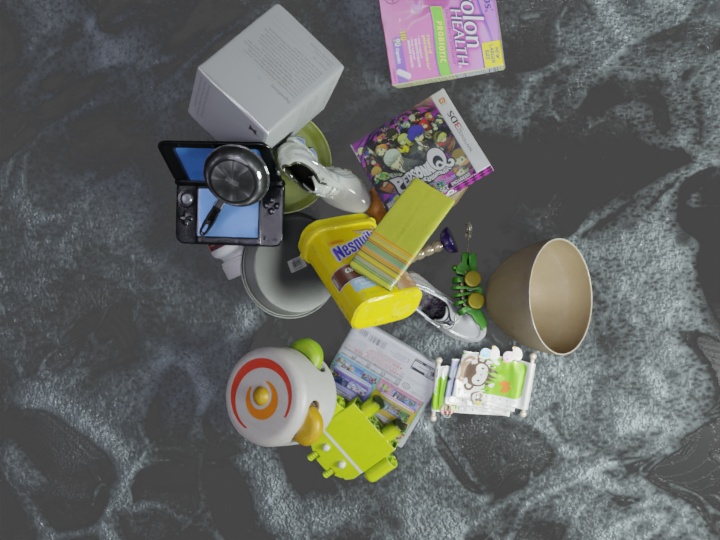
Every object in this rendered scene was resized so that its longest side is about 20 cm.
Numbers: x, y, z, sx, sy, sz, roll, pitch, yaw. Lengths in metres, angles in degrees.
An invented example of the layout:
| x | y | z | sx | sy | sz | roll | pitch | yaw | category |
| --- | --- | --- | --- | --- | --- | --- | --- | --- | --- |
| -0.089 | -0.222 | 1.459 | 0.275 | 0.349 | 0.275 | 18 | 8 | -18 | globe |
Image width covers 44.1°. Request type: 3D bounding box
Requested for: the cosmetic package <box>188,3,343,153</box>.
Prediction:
| x | y | z | sx | sy | sz | roll | pitch | yaw | category |
| --- | --- | --- | --- | --- | --- | --- | --- | --- | --- |
| -0.167 | -0.315 | 1.548 | 0.165 | 0.165 | 0.200 | 44 | 66 | 1 | cosmetic package |

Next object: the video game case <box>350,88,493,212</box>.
| x | y | z | sx | sy | sz | roll | pitch | yaw | category |
| --- | --- | --- | --- | --- | --- | --- | --- | --- | --- |
| 0.107 | -0.201 | 1.584 | 0.200 | 0.036 | 0.181 | -30 | 67 | 8 | video game case |

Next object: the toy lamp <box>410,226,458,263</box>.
| x | y | z | sx | sy | sz | roll | pitch | yaw | category |
| --- | --- | --- | --- | --- | --- | --- | --- | --- | --- |
| 0.080 | -0.018 | 1.647 | 0.200 | 0.058 | 0.058 | -25 | 94 | 13 | toy lamp |

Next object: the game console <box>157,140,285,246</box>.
| x | y | z | sx | sy | sz | roll | pitch | yaw | category |
| --- | --- | --- | --- | --- | --- | --- | --- | --- | --- |
| -0.240 | -0.130 | 1.533 | 0.200 | 0.116 | 0.176 | 3 | 93 | 11 | game console |

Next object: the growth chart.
| x | y | z | sx | sy | sz | roll | pitch | yaw | category |
| --- | --- | --- | --- | --- | --- | --- | --- | --- | --- |
| 0.229 | 0.212 | 1.667 | 0.200 | 0.018 | 0.145 | -1 | 100 | 1 | growth chart |

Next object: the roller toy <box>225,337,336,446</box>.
| x | y | z | sx | sy | sz | roll | pitch | yaw | category |
| --- | --- | --- | --- | --- | --- | --- | --- | --- | --- |
| -0.151 | 0.236 | 1.652 | 0.182 | 0.140 | 0.200 | -19 | 74 | 27 | roller toy |

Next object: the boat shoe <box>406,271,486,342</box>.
| x | y | z | sx | sy | sz | roll | pitch | yaw | category |
| --- | --- | --- | --- | --- | --- | --- | --- | --- | --- |
| 0.150 | 0.074 | 1.626 | 0.200 | 0.069 | 0.072 | 41 | 106 | -15 | boat shoe |

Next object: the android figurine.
| x | y | z | sx | sy | sz | roll | pitch | yaw | category |
| --- | --- | --- | --- | --- | --- | --- | --- | --- | --- |
| -0.015 | 0.326 | 1.707 | 0.200 | 0.041 | 0.182 | -38 | 96 | 21 | android figurine |

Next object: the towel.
| x | y | z | sx | sy | sz | roll | pitch | yaw | category |
| --- | --- | --- | --- | --- | --- | --- | --- | --- | --- |
| 0.071 | -0.062 | 1.508 | 0.086 | 0.018 | 0.200 | 33 | 74 | 12 | towel |

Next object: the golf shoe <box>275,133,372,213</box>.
| x | y | z | sx | sy | sz | roll | pitch | yaw | category |
| --- | --- | --- | --- | --- | --- | --- | --- | --- | --- |
| -0.067 | -0.149 | 1.570 | 0.200 | 0.097 | 0.078 | 32 | 120 | -18 | golf shoe |

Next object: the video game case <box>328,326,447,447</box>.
| x | y | z | sx | sy | sz | roll | pitch | yaw | category |
| --- | --- | --- | --- | --- | --- | --- | --- | --- | --- |
| 0.037 | 0.215 | 1.707 | 0.200 | 0.022 | 0.182 | 30 | 102 | 3 | video game case |

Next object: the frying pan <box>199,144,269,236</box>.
| x | y | z | sx | sy | sz | roll | pitch | yaw | category |
| --- | --- | --- | --- | --- | --- | --- | --- | --- | --- |
| -0.240 | -0.138 | 1.502 | 0.190 | 0.031 | 0.115 | -30 | 112 | 23 | frying pan |

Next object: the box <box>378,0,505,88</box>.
| x | y | z | sx | sy | sz | roll | pitch | yaw | category |
| --- | --- | --- | --- | --- | --- | --- | --- | --- | --- |
| 0.142 | -0.425 | 1.557 | 0.200 | 0.097 | 0.176 | -8 | 97 | 10 | box |

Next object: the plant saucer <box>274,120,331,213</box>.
| x | y | z | sx | sy | sz | roll | pitch | yaw | category |
| --- | --- | --- | --- | --- | --- | --- | --- | --- | --- |
| -0.153 | -0.199 | 1.635 | 0.200 | 0.031 | 0.200 | 2 | 81 | -15 | plant saucer |

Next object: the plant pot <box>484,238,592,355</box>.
| x | y | z | sx | sy | sz | roll | pitch | yaw | category |
| --- | --- | --- | --- | --- | --- | --- | --- | --- | --- |
| 0.300 | 0.048 | 1.571 | 0.134 | 0.200 | 0.201 | -4 | 99 | 45 | plant pot |

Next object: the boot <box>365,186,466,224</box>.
| x | y | z | sx | sy | sz | roll | pitch | yaw | category |
| --- | --- | --- | --- | --- | --- | --- | --- | --- | --- |
| 0.105 | -0.156 | 1.620 | 0.144 | 0.071 | 0.201 | 39 | 90 | 16 | boot |

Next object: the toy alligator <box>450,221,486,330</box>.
| x | y | z | sx | sy | sz | roll | pitch | yaw | category |
| --- | --- | --- | --- | --- | --- | --- | --- | --- | --- |
| 0.187 | 0.012 | 1.603 | 0.054 | 0.059 | 0.200 | -8 | 83 | -1 | toy alligator |

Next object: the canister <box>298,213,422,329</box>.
| x | y | z | sx | sy | sz | roll | pitch | yaw | category |
| --- | --- | --- | --- | --- | --- | --- | --- | --- | --- |
| 0.000 | 0.000 | 1.560 | 0.200 | 0.148 | 0.087 | 55 | 142 | 34 | canister |

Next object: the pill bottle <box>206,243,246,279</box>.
| x | y | z | sx | sy | sz | roll | pitch | yaw | category |
| --- | --- | --- | --- | --- | --- | --- | --- | --- | --- |
| -0.245 | -0.092 | 1.660 | 0.114 | 0.114 | 0.200 | -23 | 94 | 12 | pill bottle |

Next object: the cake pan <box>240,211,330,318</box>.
| x | y | z | sx | sy | sz | roll | pitch | yaw | category |
| --- | --- | --- | --- | --- | --- | --- | --- | --- | --- |
| -0.121 | -0.010 | 1.635 | 0.200 | 0.037 | 0.201 | -1 | 92 | -27 | cake pan |
